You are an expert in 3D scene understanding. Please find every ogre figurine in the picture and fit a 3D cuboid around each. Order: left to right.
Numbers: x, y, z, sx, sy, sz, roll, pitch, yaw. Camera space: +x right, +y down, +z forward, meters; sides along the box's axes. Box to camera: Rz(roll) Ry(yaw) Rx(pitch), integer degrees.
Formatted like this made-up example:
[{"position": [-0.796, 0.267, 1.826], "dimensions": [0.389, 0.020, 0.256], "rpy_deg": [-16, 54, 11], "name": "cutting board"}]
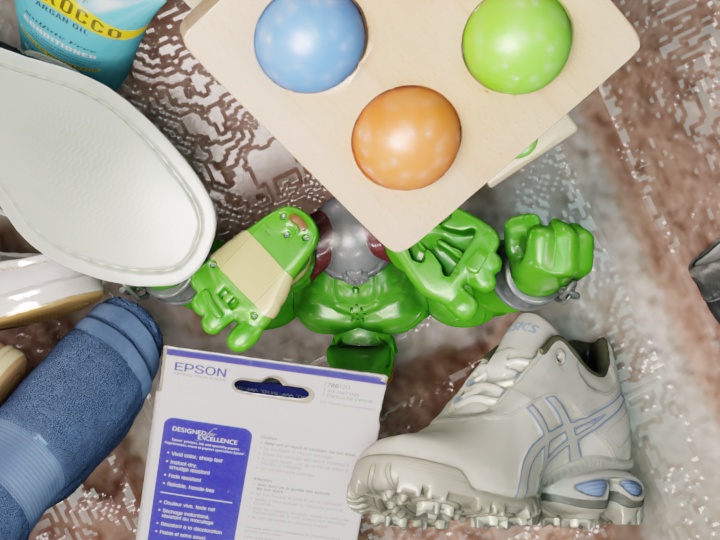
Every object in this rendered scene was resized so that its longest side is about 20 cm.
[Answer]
[{"position": [0.000, 0.000, 1.096], "dimensions": [0.199, 0.120, 0.099], "rpy_deg": [-20, 79, 4], "name": "ogre figurine"}]

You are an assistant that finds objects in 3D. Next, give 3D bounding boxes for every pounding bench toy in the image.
[{"position": [0.032, -0.086, 0.966], "dimensions": [0.124, 0.156, 0.200], "rpy_deg": [-41, 118, 9], "name": "pounding bench toy"}]

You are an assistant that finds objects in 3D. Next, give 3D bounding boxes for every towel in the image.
[{"position": [-0.158, 0.102, 1.065], "dimensions": [0.049, 0.112, 0.200], "rpy_deg": [41, 67, 1], "name": "towel"}]

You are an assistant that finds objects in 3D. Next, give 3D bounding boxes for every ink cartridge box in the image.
[{"position": [-0.049, 0.104, 1.113], "dimensions": [0.099, 0.039, 0.201], "rpy_deg": [9, 128, -4], "name": "ink cartridge box"}]

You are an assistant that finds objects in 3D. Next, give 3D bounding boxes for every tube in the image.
[{"position": [-0.117, -0.112, 1.040], "dimensions": [0.077, 0.200, 0.051], "rpy_deg": [25, 81, -3], "name": "tube"}]

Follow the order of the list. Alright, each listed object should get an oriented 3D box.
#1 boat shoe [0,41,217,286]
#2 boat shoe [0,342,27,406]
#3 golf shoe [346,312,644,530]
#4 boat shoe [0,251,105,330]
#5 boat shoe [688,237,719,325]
[{"position": [-0.138, -0.058, 1.050], "dimensions": [0.200, 0.060, 0.076], "rpy_deg": [35, 97, 13], "name": "boat shoe"}, {"position": [-0.219, 0.078, 1.092], "dimensions": [0.065, 0.071, 0.200], "rpy_deg": [48, 127, -4], "name": "boat shoe"}, {"position": [0.057, 0.067, 1.099], "dimensions": [0.078, 0.200, 0.098], "rpy_deg": [-1, 86, 31], "name": "golf shoe"}, {"position": [-0.202, -0.002, 1.087], "dimensions": [0.199, 0.071, 0.070], "rpy_deg": [-6, 89, 28], "name": "boat shoe"}, {"position": [0.237, -0.038, 1.136], "dimensions": [0.200, 0.072, 0.071], "rpy_deg": [-40, 102, 5], "name": "boat shoe"}]
